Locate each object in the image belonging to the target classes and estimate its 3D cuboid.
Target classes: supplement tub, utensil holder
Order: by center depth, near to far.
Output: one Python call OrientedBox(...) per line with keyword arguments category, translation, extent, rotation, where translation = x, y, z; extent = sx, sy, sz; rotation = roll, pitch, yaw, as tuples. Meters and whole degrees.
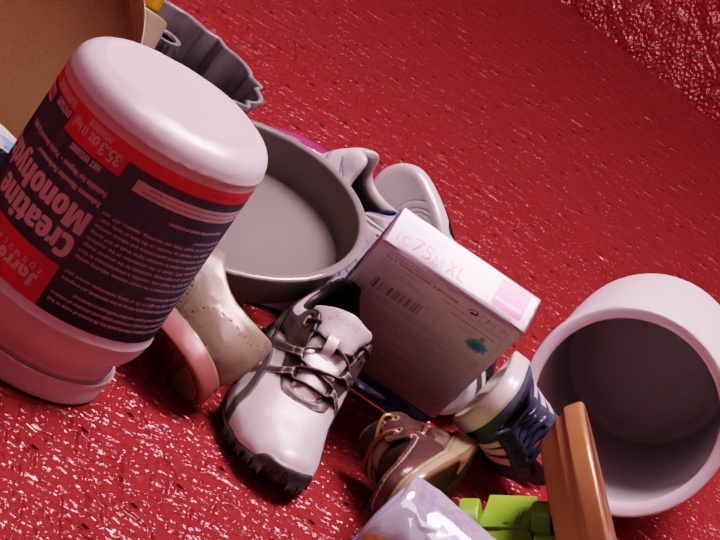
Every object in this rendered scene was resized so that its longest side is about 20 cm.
OrientedBox(category="supplement tub", translation=(-0.163, -0.031, 1.451), extent=(0.140, 0.200, 0.140), rotation=(32, 18, -11))
OrientedBox(category="utensil holder", translation=(0.228, 0.095, 1.916), extent=(0.170, 0.170, 0.200), rotation=(37, 15, 4))

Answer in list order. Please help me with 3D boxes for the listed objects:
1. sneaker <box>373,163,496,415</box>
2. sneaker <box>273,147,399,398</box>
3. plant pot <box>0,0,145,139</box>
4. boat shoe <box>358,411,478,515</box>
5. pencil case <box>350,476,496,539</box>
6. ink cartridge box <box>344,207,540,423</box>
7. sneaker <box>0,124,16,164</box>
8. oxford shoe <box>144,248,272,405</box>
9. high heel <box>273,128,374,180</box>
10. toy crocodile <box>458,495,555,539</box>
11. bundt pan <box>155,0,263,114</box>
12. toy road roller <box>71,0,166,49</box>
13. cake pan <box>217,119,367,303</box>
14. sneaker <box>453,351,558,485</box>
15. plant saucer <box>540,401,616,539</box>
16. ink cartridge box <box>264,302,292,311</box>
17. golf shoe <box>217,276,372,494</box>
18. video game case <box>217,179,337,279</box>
OrientedBox(category="sneaker", translation=(0.057, 0.015, 1.861), extent=(0.112, 0.073, 0.200), rotation=(-1, 79, -72))
OrientedBox(category="sneaker", translation=(0.000, 0.000, 1.778), extent=(0.074, 0.087, 0.200), rotation=(-20, 90, -57))
OrientedBox(category="plant pot", translation=(-0.243, -0.161, 1.677), extent=(0.200, 0.200, 0.027), rotation=(46, -3, 29))
OrientedBox(category="boat shoe", translation=(0.028, 0.135, 1.608), extent=(0.072, 0.072, 0.200), rotation=(31, 13, 9))
OrientedBox(category="pencil case", translation=(0.078, 0.219, 1.451), extent=(0.200, 0.083, 0.091), rotation=(38, 49, 7))
OrientedBox(category="ink cartridge box", translation=(0.037, 0.040, 1.689), extent=(0.119, 0.200, 0.042), rotation=(34, 56, -3))
OrientedBox(category="sneaker", translation=(-0.245, -0.059, 1.583), extent=(0.200, 0.077, 0.081), rotation=(43, 15, 13))
OrientedBox(category="oxford shoe", translation=(-0.135, -0.005, 1.582), extent=(0.075, 0.070, 0.200), rotation=(-27, 77, -24))
OrientedBox(category="high heel", translation=(-0.012, -0.067, 1.893), extent=(0.200, 0.067, 0.096), rotation=(35, 28, -25))
OrientedBox(category="toy crocodile", translation=(0.100, 0.198, 1.591), extent=(0.067, 0.062, 0.200), rotation=(0, 13, 4))
OrientedBox(category="bundt pan", translation=(-0.185, -0.171, 1.973), extent=(0.202, 0.076, 0.202), rotation=(33, 17, -11))
OrientedBox(category="toy road roller", translation=(-0.241, -0.188, 1.772), extent=(0.146, 0.123, 0.200), rotation=(29, -4, -17))
OrientedBox(category="cake pan", translation=(-0.094, -0.045, 1.692), extent=(0.200, 0.037, 0.200), rotation=(16, 34, -11))
OrientedBox(category="sneaker", translation=(0.122, 0.118, 1.737), extent=(0.085, 0.075, 0.200), rotation=(44, -2, 8))
OrientedBox(category="plant saucer", translation=(0.156, 0.190, 1.589), extent=(0.200, 0.037, 0.200), rotation=(-13, 90, -84))
OrientedBox(category="ink cartridge box", translation=(-0.101, -0.043, 1.857), extent=(0.200, 0.041, 0.200), rotation=(19, 26, -44))
OrientedBox(category="golf shoe", translation=(-0.040, 0.070, 1.585), extent=(0.078, 0.095, 0.200), rotation=(33, 27, -15))
OrientedBox(category="video game case", translation=(-0.141, -0.041, 1.713), extent=(0.200, 0.023, 0.182), rotation=(-12, 48, -42))
